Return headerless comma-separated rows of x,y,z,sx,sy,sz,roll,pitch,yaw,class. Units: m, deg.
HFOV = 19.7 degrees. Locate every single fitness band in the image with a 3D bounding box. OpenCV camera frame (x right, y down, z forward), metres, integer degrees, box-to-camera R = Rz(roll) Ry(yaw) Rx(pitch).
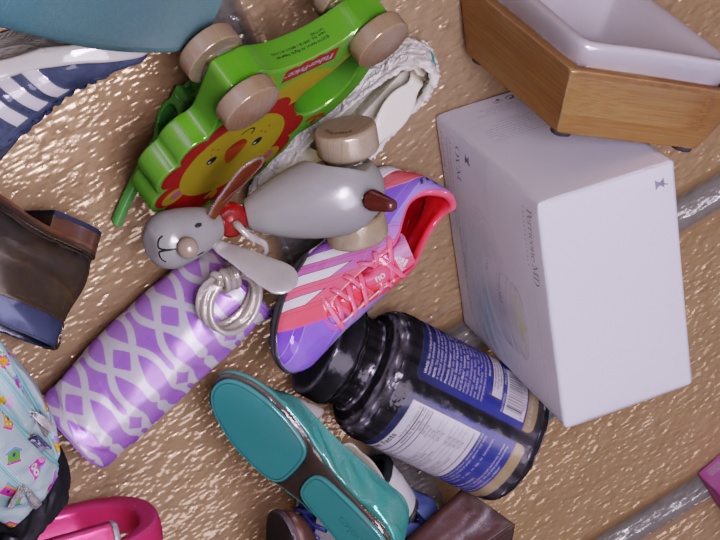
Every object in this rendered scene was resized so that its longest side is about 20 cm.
-0.252,0.216,1.612,0.198,0.143,0.038,-13,97,-19,fitness band

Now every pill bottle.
0.048,0.102,1.706,0.199,0.112,0.112,27,100,-20,pill bottle

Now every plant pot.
-0.190,-0.233,1.439,0.199,0.141,0.142,16,106,-39,plant pot

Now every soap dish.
0.179,-0.165,1.601,0.156,0.200,0.082,5,114,-26,soap dish

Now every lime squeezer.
-0.126,-0.117,1.588,0.199,0.038,0.071,-39,155,-5,lime squeezer

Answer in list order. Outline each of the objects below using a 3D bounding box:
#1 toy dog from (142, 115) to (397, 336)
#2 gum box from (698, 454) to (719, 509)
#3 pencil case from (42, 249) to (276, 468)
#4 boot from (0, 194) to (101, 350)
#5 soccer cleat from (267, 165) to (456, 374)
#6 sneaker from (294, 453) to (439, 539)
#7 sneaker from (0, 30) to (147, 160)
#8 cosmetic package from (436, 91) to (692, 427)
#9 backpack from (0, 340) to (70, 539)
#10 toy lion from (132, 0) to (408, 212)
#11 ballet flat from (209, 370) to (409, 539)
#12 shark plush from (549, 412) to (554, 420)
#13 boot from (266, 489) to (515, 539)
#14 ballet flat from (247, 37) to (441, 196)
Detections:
-0.051,-0.037,1.533,0.200,0.096,0.132,-39,117,-12,toy dog
0.410,0.260,1.951,0.066,0.114,0.200,-38,123,-4,gum box
-0.160,0.066,1.625,0.200,0.086,0.084,-41,84,-2,pencil case
-0.286,-0.011,1.516,0.199,0.074,0.098,19,78,-31,boot
0.000,0.000,1.625,0.201,0.073,0.068,-55,137,-26,soccer cleat
-0.036,0.221,1.758,0.199,0.080,0.116,-38,119,-13,sneaker
-0.246,-0.126,1.501,0.198,0.075,0.085,-13,117,-8,sneaker
0.161,-0.018,1.659,0.122,0.200,0.201,-18,119,-16,cosmetic package
-0.303,0.098,1.509,0.127,0.166,0.201,-51,143,-20,backpack
-0.076,-0.119,1.543,0.199,0.069,0.192,-29,162,-30,toy lion
-0.037,0.149,1.645,0.200,0.070,0.067,46,124,0,ballet flat
0.167,0.100,1.784,0.199,0.083,0.091,-34,123,-7,shark plush
0.031,0.226,1.717,0.199,0.064,0.188,-32,120,-21,boot
-0.012,-0.103,1.622,0.200,0.072,0.072,-48,123,3,ballet flat
